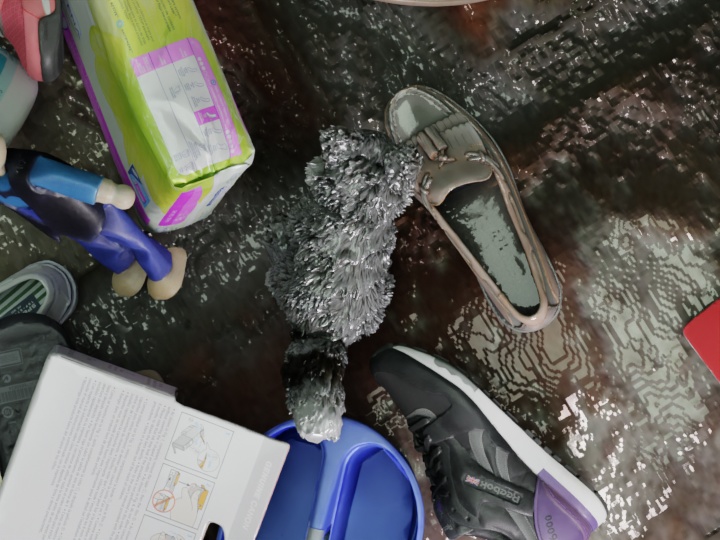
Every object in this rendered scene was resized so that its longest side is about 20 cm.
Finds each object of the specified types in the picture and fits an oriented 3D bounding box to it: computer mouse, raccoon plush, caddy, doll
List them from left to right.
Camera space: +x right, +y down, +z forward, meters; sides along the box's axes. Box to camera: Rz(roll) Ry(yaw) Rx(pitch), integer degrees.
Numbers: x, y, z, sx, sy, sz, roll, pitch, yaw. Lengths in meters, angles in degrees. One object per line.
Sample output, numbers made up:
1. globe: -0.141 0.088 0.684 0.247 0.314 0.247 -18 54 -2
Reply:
1. computer mouse: -0.248 0.135 1.081 0.139 0.046 0.202 -17 98 -5
2. doll: -0.202 -0.045 1.043 0.135 0.200 0.049 3 65 40
3. caddy: -0.030 0.200 1.068 0.140 0.105 0.202 12 91 7
4. raccoon plush: 0.000 0.000 1.031 0.096 0.134 0.202 0 59 -20

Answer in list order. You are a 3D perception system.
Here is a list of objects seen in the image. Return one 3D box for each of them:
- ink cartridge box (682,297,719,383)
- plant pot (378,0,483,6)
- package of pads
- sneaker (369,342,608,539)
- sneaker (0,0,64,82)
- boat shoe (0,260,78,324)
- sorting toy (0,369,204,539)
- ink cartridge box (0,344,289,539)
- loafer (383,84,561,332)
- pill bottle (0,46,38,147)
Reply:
1. ink cartridge box: 0.349 0.066 1.040 0.175 0.084 0.201 -39 86 5
2. plant pot: 0.046 -0.303 1.041 0.198 0.200 0.177 3 73 6
3. package of pads: -0.149 -0.138 1.059 0.068 0.154 0.202 -22 86 -18
4. sneaker: 0.073 0.137 1.062 0.200 0.076 0.088 40 74 6
5. sneaker: -0.269 -0.210 1.094 0.086 0.074 0.202 -16 65 -17
6. boat shoe: -0.296 0.063 1.119 0.200 0.067 0.074 -45 85 4
7. sorting toy: -0.218 0.185 1.118 0.198 0.036 0.187 -15 87 -1
8. ink cartridge box: -0.163 0.176 1.048 0.175 0.045 0.202 21 94 -6
9. loafer: 0.082 -0.048 1.081 0.072 0.063 0.201 -32 86 5
10. pill bottle: -0.333 -0.152 1.067 0.200 0.111 0.111 39 93 -26
